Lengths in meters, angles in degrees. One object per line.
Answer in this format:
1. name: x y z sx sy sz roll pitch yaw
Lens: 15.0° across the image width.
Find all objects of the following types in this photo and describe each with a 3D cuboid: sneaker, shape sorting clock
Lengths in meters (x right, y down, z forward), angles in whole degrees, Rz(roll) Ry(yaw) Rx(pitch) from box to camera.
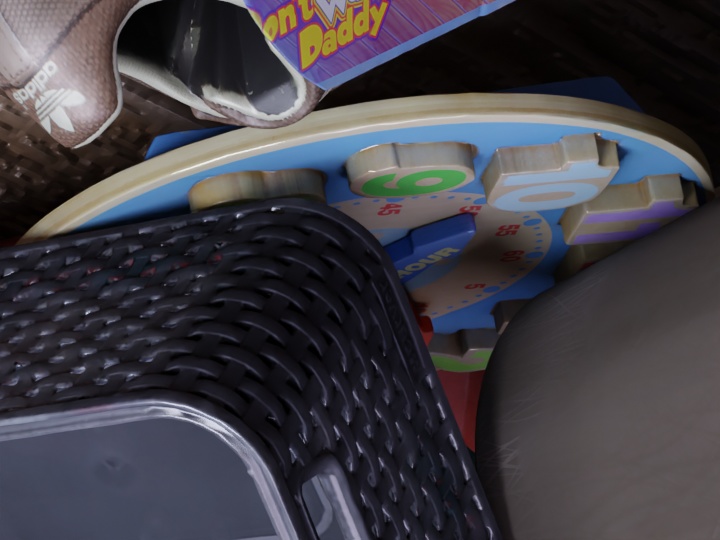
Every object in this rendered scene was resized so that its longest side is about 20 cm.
1. sneaker: -0.021 -0.067 0.666 0.200 0.076 0.070 -10 162 -45
2. shape sorting clock: 0.000 0.000 0.754 0.200 0.039 0.200 -13 160 -5

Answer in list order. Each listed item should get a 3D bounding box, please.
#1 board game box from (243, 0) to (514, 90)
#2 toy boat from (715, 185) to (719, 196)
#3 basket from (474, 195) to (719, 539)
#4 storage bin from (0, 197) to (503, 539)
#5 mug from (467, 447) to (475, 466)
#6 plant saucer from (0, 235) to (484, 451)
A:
1. board game box: 0.044 -0.125 0.618 0.200 0.039 0.158 -28 130 -43
2. toy boat: 0.138 0.059 0.834 0.130 0.131 0.200 6 140 -24
3. basket: 0.138 0.036 0.678 0.200 0.136 0.180 -19 117 45
4. storage bin: -0.078 0.073 0.685 0.200 0.094 0.135 -10 117 25
5. mug: -0.022 0.120 0.833 0.114 0.152 0.185 -13 170 -44
6. plant saucer: -0.039 0.043 0.880 0.199 0.037 0.200 -10 138 -13
